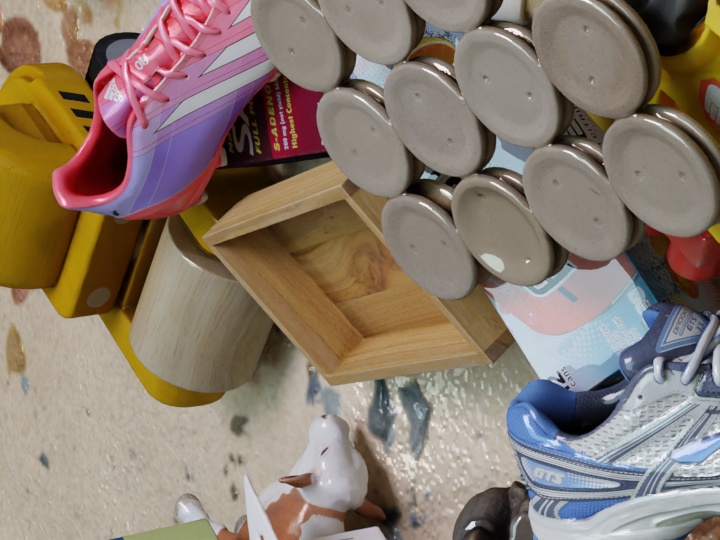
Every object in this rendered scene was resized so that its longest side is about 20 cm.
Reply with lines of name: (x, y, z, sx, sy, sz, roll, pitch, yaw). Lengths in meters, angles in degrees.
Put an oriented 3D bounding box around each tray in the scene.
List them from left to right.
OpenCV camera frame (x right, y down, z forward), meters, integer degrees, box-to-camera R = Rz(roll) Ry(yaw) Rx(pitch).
tray: (0.000, 0.000, 1.089, 0.099, 0.037, 0.200, 49, 162, -10)

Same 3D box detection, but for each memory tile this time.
memory tile: (0.044, -0.064, 0.889, 0.154, 0.017, 0.200, 57, 148, -10)

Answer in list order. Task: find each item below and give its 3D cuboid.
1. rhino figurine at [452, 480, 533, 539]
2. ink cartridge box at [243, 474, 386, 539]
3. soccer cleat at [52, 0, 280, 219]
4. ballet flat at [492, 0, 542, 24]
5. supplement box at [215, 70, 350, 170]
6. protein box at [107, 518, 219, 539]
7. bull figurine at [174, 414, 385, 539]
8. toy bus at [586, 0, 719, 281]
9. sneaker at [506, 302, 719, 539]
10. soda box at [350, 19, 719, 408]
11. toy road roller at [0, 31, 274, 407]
rhino figurine: (0.066, 0.189, 1.083, 0.060, 0.087, 0.201, 3, 105, 9)
ink cartridge box: (-0.004, 0.199, 1.130, 0.117, 0.067, 0.201, -127, 29, -70)
soccer cleat: (-0.082, -0.098, 1.121, 0.067, 0.076, 0.200, 58, 138, 29)
ballet flat: (0.060, -0.133, 0.939, 0.067, 0.200, 0.067, 9, 83, 12)
supplement box: (-0.014, -0.109, 1.143, 0.200, 0.061, 0.109, -5, 92, 55)
protein box: (-0.101, 0.257, 1.127, 0.199, 0.134, 0.201, -130, 31, -63)
bull figurine: (-0.039, 0.169, 1.230, 0.121, 0.065, 0.201, 12, 106, 56)
toy bus: (0.159, -0.062, 0.870, 0.200, 0.135, 0.192, 48, 145, 34)
sneaker: (0.138, 0.051, 0.900, 0.200, 0.077, 0.085, -22, 99, 28)
soda box: (0.065, -0.045, 0.993, 0.064, 0.068, 0.200, -38, 79, 27)
toy road roller: (-0.140, -0.025, 1.259, 0.200, 0.146, 0.123, 52, 135, 35)
